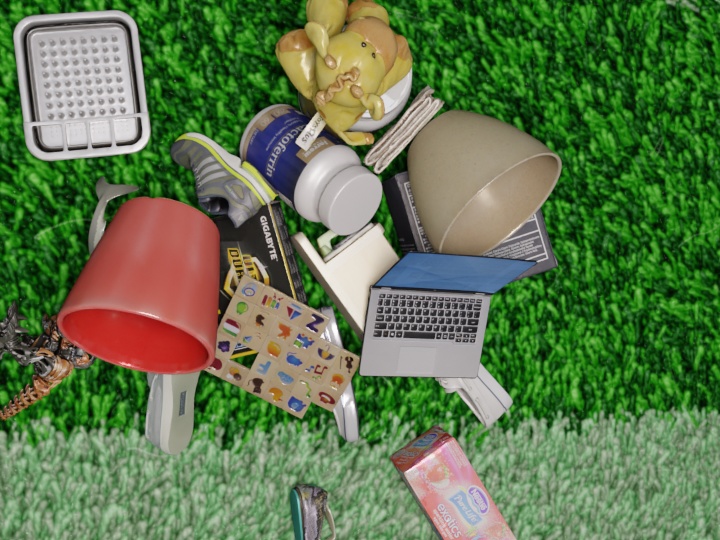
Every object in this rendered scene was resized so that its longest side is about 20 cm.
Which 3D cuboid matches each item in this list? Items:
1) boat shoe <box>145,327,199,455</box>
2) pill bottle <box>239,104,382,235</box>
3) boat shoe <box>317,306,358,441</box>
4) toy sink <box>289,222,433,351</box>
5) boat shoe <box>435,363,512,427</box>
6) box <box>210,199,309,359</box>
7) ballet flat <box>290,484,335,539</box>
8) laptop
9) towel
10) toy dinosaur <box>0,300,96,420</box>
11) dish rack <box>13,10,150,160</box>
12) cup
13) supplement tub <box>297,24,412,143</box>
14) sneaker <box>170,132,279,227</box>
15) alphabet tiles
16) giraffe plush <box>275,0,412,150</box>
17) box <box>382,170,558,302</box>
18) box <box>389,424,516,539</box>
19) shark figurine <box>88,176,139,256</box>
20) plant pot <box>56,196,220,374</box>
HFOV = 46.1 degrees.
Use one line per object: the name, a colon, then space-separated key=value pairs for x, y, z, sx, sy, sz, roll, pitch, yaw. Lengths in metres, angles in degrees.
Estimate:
boat shoe: x=-0.276 y=0.160 z=1.209 sx=0.071 sy=0.070 sz=0.203 roll=12 pitch=98 yaw=28
pill bottle: x=-0.069 y=-0.139 z=1.175 sx=0.116 sy=0.116 sz=0.200 roll=-47 pitch=57 yaw=-6
boat shoe: x=-0.049 y=0.157 z=1.255 sx=0.065 sy=0.074 sz=0.202 roll=-13 pitch=84 yaw=-1
toy sink: x=0.000 y=0.000 z=1.231 sx=0.112 sy=0.130 sz=0.201 roll=-37 pitch=96 yaw=-7
boat shoe: x=0.148 y=0.158 z=1.289 sx=0.200 sy=0.074 sz=0.065 roll=45 pitch=80 yaw=-7
box: x=-0.166 y=0.017 z=1.211 sx=0.158 sy=0.049 sz=0.202 roll=-14 pitch=94 yaw=19
ballet flat: x=-0.069 y=0.419 z=1.261 sx=0.071 sy=0.072 sz=0.202 roll=1 pitch=93 yaw=-10
laptop: x=0.112 y=0.066 z=1.129 sx=0.186 sy=0.116 sz=0.202 roll=4 pitch=102 yaw=-20
towel: x=0.057 y=-0.194 z=1.166 sx=0.034 sy=0.200 sz=0.133 roll=43 pitch=98 yaw=-5
toy dinosaur: x=-0.440 y=0.113 z=1.178 sx=0.135 sy=0.102 sz=0.201 roll=35 pitch=63 yaw=-25
dish rack: x=-0.391 y=-0.259 z=1.199 sx=0.170 sy=0.044 sz=0.202 roll=-7 pitch=93 yaw=-9
cup: x=0.143 y=-0.127 z=1.117 sx=0.199 sy=0.201 sz=0.144 roll=-34 pitch=66 yaw=-8
supplement tub: x=-0.009 y=-0.260 z=1.187 sx=0.143 sy=0.200 sz=0.146 roll=0 pitch=92 yaw=-10
sneaker: x=-0.207 y=-0.127 z=1.174 sx=0.081 sy=0.199 sz=0.074 roll=-49 pitch=143 yaw=-14
alphabet tiles: x=-0.106 y=0.116 z=1.184 sx=0.199 sy=0.008 sz=0.168 roll=27 pitch=114 yaw=-5
giraffe plush: x=-0.017 y=-0.244 z=1.001 sx=0.171 sy=0.162 sz=0.202 roll=19 pitch=87 yaw=-10
box: x=0.159 y=-0.071 z=1.260 sx=0.198 sy=0.123 sz=0.200 roll=-17 pitch=94 yaw=-9
box: x=0.140 y=0.348 z=1.277 sx=0.094 sy=0.103 sz=0.201 roll=-32 pitch=96 yaw=-8
shark figurine: x=-0.359 y=-0.018 z=1.197 sx=0.128 sy=0.089 sz=0.216 roll=-29 pitch=106 yaw=-42
plant pot: x=-0.270 y=0.015 z=1.102 sx=0.199 sy=0.201 sz=0.179 roll=14 pitch=61 yaw=-10
